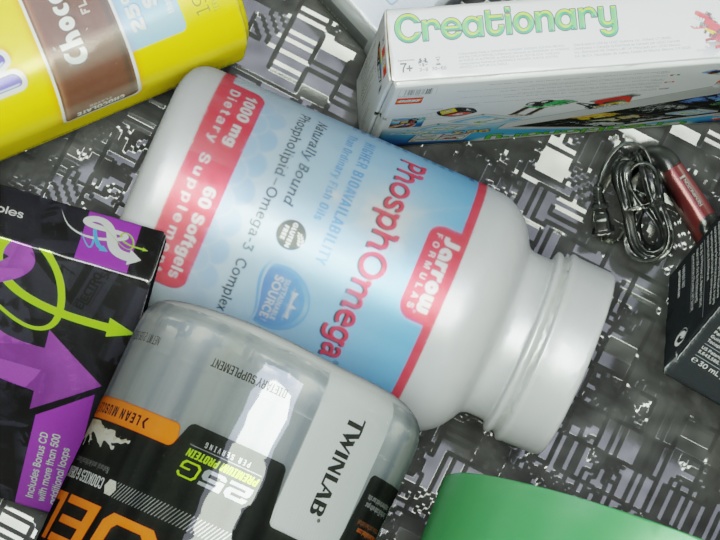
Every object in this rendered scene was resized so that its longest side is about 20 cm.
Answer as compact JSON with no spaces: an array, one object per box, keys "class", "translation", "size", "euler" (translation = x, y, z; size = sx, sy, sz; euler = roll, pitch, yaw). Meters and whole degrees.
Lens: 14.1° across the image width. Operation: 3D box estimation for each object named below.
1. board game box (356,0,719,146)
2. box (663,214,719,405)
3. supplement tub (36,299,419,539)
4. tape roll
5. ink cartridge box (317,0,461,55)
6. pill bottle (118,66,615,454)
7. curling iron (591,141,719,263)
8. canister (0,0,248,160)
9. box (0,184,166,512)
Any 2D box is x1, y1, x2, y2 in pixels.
[{"class":"board game box","translation":[0.102,-0.087,1.232],"size":[0.198,0.126,0.035],"euler":[-5,81,-7]},{"class":"box","translation":[0.246,0.024,1.201],"size":[0.199,0.079,0.141],"euler":[31,124,-11]},{"class":"supplement tub","translation":[-0.068,0.123,1.128],"size":[0.122,0.123,0.201],"euler":[24,82,-1]},{"class":"tape roll","translation":[0.118,0.138,1.158],"size":[0.199,0.200,0.048],"euler":[22,80,-1]},{"class":"ink cartridge box","translation":[0.029,-0.214,1.286],"size":[0.200,0.047,0.160],"euler":[-42,86,-8]},{"class":"pill bottle","translation":[0.000,0.000,1.217],"size":[0.199,0.109,0.109],"euler":[23,79,-1]},{"class":"curling iron","translation":[0.168,0.029,1.273],"size":[0.049,0.026,0.200],"euler":[-38,91,11]},{"class":"canister","translation":[-0.164,-0.118,1.234],"size":[0.199,0.087,0.149],"euler":[-23,83,-10]},{"class":"box","translation":[-0.190,0.019,1.187],"size":[0.199,0.144,0.036],"euler":[17,40,-1]}]
